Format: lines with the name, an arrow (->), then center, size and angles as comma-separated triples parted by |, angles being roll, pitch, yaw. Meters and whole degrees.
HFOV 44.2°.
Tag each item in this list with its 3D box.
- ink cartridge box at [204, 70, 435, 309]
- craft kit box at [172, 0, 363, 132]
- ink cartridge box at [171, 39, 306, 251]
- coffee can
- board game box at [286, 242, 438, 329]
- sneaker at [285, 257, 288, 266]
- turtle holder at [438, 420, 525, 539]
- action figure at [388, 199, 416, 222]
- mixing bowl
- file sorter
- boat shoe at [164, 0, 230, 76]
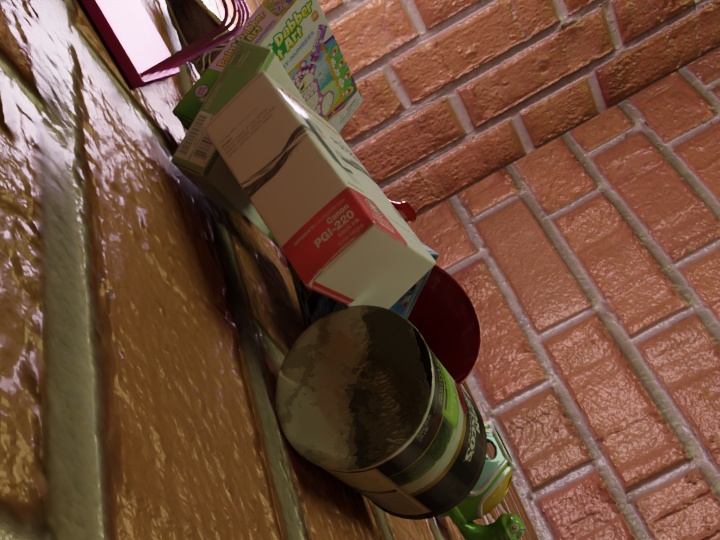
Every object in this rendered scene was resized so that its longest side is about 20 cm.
ink cartridge box -> -0.037, -0.068, 0.818 | 0.201, 0.085, 0.145 | 53, 12, 27
craft kit box -> -0.095, -0.188, 1.005 | 0.048, 0.201, 0.198 | 28, -15, 33
ink cartridge box -> -0.103, -0.124, 0.941 | 0.048, 0.147, 0.200 | 21, -13, 24
coffee can -> 0.026, 0.139, 0.830 | 0.147, 0.145, 0.200 | 66, 8, 32
board game box -> 0.000, 0.000, 0.963 | 0.061, 0.200, 0.202 | 3, 53, -30
sneaker -> -0.092, -0.078, 1.123 | 0.199, 0.078, 0.117 | 30, 47, -36
turtle holder -> 0.155, 0.295, 1.265 | 0.141, 0.131, 0.187 | 55, 9, -48
action figure -> 0.001, -0.062, 1.250 | 0.199, 0.065, 0.100 | 20, -34, 47
mixing bowl -> 0.040, 0.091, 1.107 | 0.202, 0.198, 0.109 | 65, -26, 25
file sorter -> -0.199, -0.288, 0.919 | 0.140, 0.124, 0.200 | 61, 6, -14
boat shoe -> -0.214, -0.319, 1.201 | 0.202, 0.073, 0.063 | 62, 13, 26
